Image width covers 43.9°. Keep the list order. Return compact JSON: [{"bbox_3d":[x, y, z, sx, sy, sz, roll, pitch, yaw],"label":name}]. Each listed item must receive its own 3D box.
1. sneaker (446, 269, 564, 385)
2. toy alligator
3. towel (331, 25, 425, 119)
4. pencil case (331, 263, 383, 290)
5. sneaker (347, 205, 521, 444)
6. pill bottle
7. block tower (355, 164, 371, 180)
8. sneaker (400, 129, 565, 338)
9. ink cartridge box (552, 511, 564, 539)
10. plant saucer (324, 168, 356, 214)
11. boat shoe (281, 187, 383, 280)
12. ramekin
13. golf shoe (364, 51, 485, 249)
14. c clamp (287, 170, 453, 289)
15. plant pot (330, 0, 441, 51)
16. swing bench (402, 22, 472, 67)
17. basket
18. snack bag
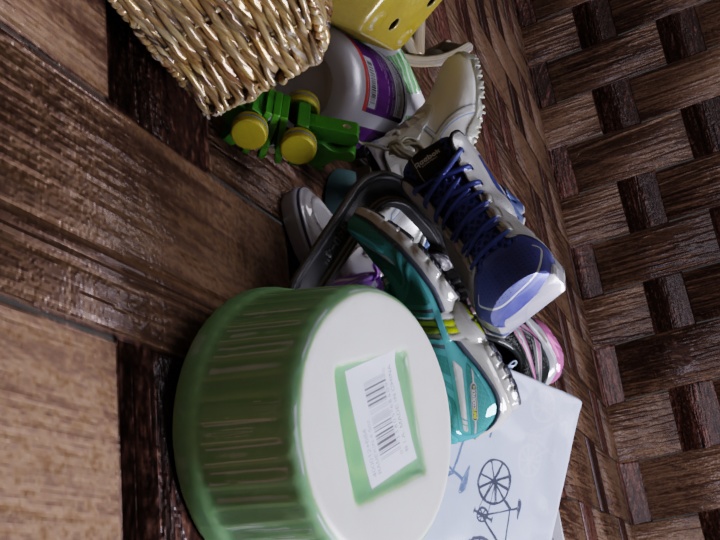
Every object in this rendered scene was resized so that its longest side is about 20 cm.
[{"bbox_3d":[0.125,0.048,0.919,0.200,0.081,0.086,46,41,11],"label":"sneaker"},{"bbox_3d":[-0.046,-0.108,0.737,0.196,0.055,0.060,16,46,-14],"label":"toy alligator"},{"bbox_3d":[0.031,-0.185,1.024,0.152,0.023,0.203,22,-37,56],"label":"towel"},{"bbox_3d":[0.009,0.100,0.790,0.204,0.084,0.084,70,22,-9],"label":"pencil case"},{"bbox_3d":[0.045,0.040,0.690,0.202,0.079,0.078,57,2,7],"label":"sneaker"},{"bbox_3d":[-0.021,-0.168,0.870,0.199,0.110,0.115,-11,85,-71],"label":"pill bottle"},{"bbox_3d":[0.061,-0.048,0.981,0.200,0.057,0.055,43,35,-54],"label":"block tower"},{"bbox_3d":[0.083,-0.040,0.709,0.115,0.080,0.201,43,17,-23],"label":"sneaker"},{"bbox_3d":[0.147,0.218,0.988,0.146,0.082,0.204,110,-24,-63],"label":"ink cartridge box"},{"bbox_3d":[0.020,-0.019,0.980,0.199,0.035,0.205,-16,91,-70],"label":"plant saucer"},{"bbox_3d":[0.000,0.000,0.846,0.202,0.069,0.071,59,26,-21],"label":"boat shoe"},{"bbox_3d":[-0.021,0.106,0.605,0.198,0.096,0.205,20,65,-50],"label":"ramekin"},{"bbox_3d":[0.055,-0.119,0.847,0.078,0.095,0.204,-175,-78,-71],"label":"golf shoe"},{"bbox_3d":[0.019,0.028,0.746,0.170,0.027,0.203,36,70,-23],"label":"c clamp"},{"bbox_3d":[-0.007,-0.312,0.788,0.200,0.196,0.194,47,17,11],"label":"plant pot"},{"bbox_3d":[0.041,-0.340,1.083,0.199,0.127,0.204,-98,171,-76],"label":"swing bench"},{"bbox_3d":[-0.103,-0.244,0.633,0.201,0.141,0.151,49,30,-36],"label":"basket"},{"bbox_3d":[0.096,0.165,0.749,0.197,0.021,0.193,21,76,-23],"label":"snack bag"}]
